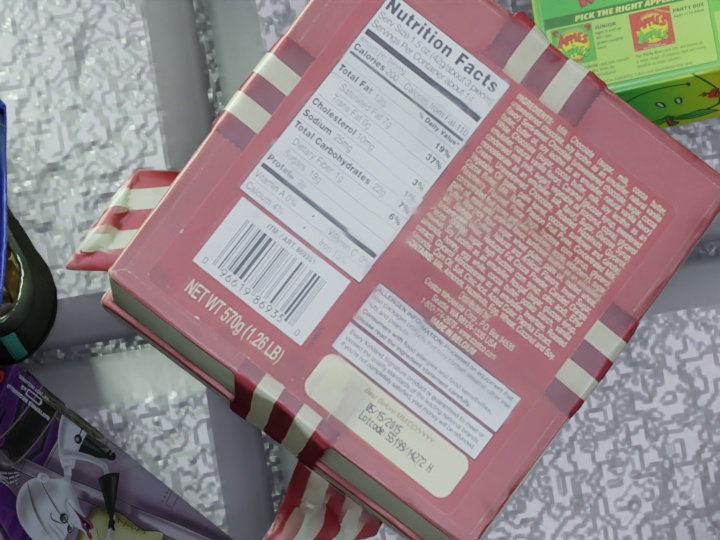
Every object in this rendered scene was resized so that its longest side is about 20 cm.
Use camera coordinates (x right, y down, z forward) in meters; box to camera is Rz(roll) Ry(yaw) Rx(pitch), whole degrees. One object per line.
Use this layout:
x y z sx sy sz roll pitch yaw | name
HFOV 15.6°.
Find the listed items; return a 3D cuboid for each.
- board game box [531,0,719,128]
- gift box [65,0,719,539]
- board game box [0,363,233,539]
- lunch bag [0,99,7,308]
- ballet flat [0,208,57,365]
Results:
0.166 -0.121 1.019 0.199 0.048 0.102 -11 69 12 | board game box
0.000 0.000 0.971 0.184 0.187 0.200 42 84 0 | gift box
-0.087 0.139 0.968 0.200 0.032 0.120 42 58 -31 | board game box
-0.221 0.021 0.923 0.169 0.127 0.201 1 59 36 | lunch bag
-0.183 -0.052 1.024 0.068 0.068 0.200 -38 89 -3 | ballet flat
